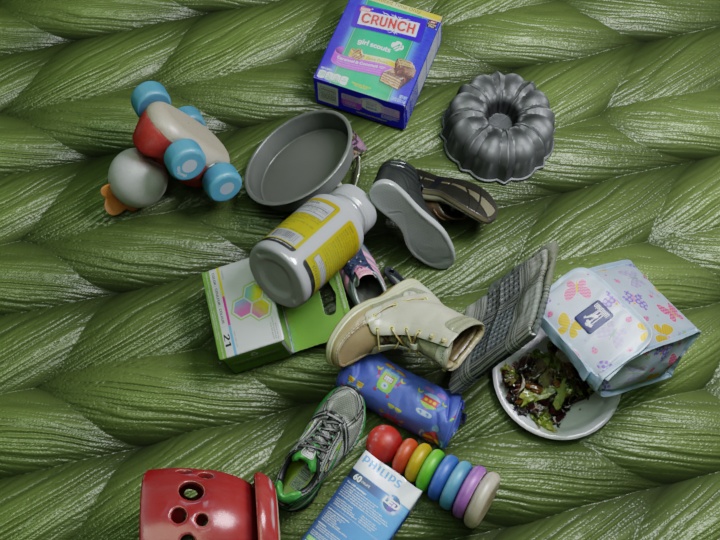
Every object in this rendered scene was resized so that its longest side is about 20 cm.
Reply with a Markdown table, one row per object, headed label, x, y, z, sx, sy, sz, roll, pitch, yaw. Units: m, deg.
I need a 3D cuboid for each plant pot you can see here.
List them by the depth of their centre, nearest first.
| label | x | y | z | sx | sy | sz | roll | pitch | yaw |
| --- | --- | --- | --- | --- | --- | --- | --- | --- | --- |
| plant pot | -0.198 | 0.360 | 1.356 | 0.180 | 0.201 | 0.202 | -4 | 65 | -7 |

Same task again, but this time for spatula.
| label | x | y | z | sx | sy | sz | roll | pitch | yaw |
| --- | --- | --- | --- | --- | --- | --- | --- | --- | --- |
| spatula | 0.107 | 0.063 | 1.591 | 0.056 | 0.021 | 0.200 | -36 | 68 | -29 |

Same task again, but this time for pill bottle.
| label | x | y | z | sx | sy | sz | roll | pitch | yaw |
| --- | --- | --- | --- | --- | --- | --- | --- | --- | --- |
| pill bottle | -0.064 | -0.044 | 1.521 | 0.111 | 0.112 | 0.200 | 36 | 53 | 15 |

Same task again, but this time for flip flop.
| label | x | y | z | sx | sy | sz | roll | pitch | yaw |
| --- | --- | --- | --- | --- | --- | --- | --- | --- | --- |
| flip flop | 0.131 | -0.113 | 1.654 | 0.198 | 0.058 | 0.081 | 18 | 33 | 22 |

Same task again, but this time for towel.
| label | x | y | z | sx | sy | sz | roll | pitch | yaw |
| --- | --- | --- | --- | --- | --- | --- | --- | --- | --- |
| towel | 0.206 | 0.064 | 1.482 | 0.034 | 0.193 | 0.201 | 35 | 45 | -11 |

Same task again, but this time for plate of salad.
| label | x | y | z | sx | sy | sz | roll | pitch | yaw |
| --- | --- | --- | --- | --- | --- | --- | --- | --- | --- |
| plate of salad | 0.299 | 0.155 | 1.539 | 0.198 | 0.048 | 0.202 | 0 | 66 | -1 |

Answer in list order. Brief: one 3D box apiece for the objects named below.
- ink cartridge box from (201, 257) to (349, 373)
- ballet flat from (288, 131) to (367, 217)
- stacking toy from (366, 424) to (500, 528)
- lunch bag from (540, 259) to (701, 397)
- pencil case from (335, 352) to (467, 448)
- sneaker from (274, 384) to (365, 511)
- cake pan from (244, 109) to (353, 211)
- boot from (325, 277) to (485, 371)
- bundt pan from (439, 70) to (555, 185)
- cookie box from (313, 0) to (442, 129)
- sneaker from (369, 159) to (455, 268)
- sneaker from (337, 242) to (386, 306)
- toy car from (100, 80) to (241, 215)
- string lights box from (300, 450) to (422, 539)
| label | x | y | z | sx | sy | sz | roll | pitch | yaw |
| --- | --- | --- | --- | --- | --- | --- | --- | --- | --- |
| ink cartridge box | -0.125 | 0.050 | 1.546 | 0.198 | 0.076 | 0.149 | -18 | 67 | 4 |
| ballet flat | -0.044 | -0.141 | 1.666 | 0.071 | 0.069 | 0.201 | 34 | 67 | -13 |
| stacking toy | 0.098 | 0.285 | 1.467 | 0.199 | 0.086 | 0.086 | 28 | 68 | 19 |
| lunch bag | 0.363 | 0.083 | 1.482 | 0.198 | 0.128 | 0.170 | -11 | 48 | -32 |
| pencil case | 0.062 | 0.183 | 1.505 | 0.199 | 0.078 | 0.087 | 27 | 78 | 11 |
| sneaker | -0.055 | 0.254 | 1.452 | 0.078 | 0.085 | 0.201 | 28 | 79 | 9 |
| cake pan | -0.094 | -0.173 | 1.642 | 0.199 | 0.037 | 0.202 | -19 | 46 | 20 |
| boot | 0.063 | 0.099 | 1.451 | 0.199 | 0.073 | 0.154 | -32 | 46 | -30 |
| bundt pan | 0.234 | -0.250 | 1.709 | 0.199 | 0.076 | 0.204 | 0 | 66 | 0 |
| cookie box | 0.032 | -0.366 | 1.758 | 0.170 | 0.075 | 0.201 | 18 | 66 | 8 |
| sneaker | 0.090 | -0.095 | 1.604 | 0.070 | 0.200 | 0.100 | -26 | 32 | 29 |
| sneaker | 0.000 | 0.000 | 1.586 | 0.070 | 0.082 | 0.201 | -25 | 68 | -11 |
| toy car | -0.328 | -0.159 | 1.640 | 0.200 | 0.177 | 0.185 | -43 | 56 | 12 |
| string lights box | -0.011 | 0.367 | 1.430 | 0.102 | 0.059 | 0.200 | 34 | 69 | 13 |
